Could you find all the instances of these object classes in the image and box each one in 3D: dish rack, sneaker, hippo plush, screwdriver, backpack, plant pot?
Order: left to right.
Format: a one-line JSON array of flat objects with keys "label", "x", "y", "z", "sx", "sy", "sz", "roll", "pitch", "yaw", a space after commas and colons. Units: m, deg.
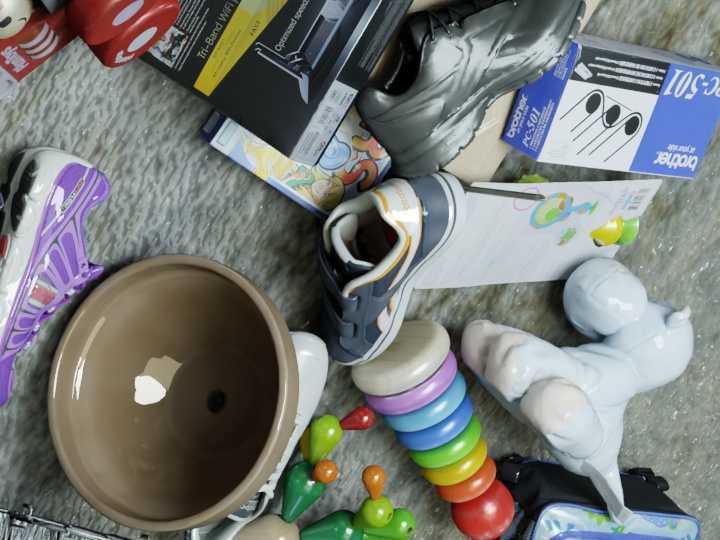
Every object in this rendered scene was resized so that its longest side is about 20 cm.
[{"label": "sneaker", "x": -0.233, "y": 0.013, "z": 1.052, "sx": 0.083, "sy": 0.081, "sz": 0.201, "roll": 16, "pitch": 104, "yaw": -32}, {"label": "dish rack", "x": -0.209, "y": 0.211, "z": 1.079, "sx": 0.153, "sy": 0.200, "sz": 0.055, "roll": 18, "pitch": 76, "yaw": -25}, {"label": "plant pot", "x": -0.127, "y": 0.094, "z": 1.091, "sx": 0.201, "sy": 0.201, "sz": 0.093, "roll": -53, "pitch": 157, "yaw": 5}, {"label": "sneaker", "x": -0.081, "y": 0.141, "z": 1.150, "sx": 0.076, "sy": 0.081, "sz": 0.201, "roll": 24, "pitch": 106, "yaw": -25}, {"label": "sneaker", "x": 0.000, "y": 0.000, "z": 1.102, "sx": 0.079, "sy": 0.079, "sz": 0.200, "roll": -5, "pitch": 142, "yaw": -35}, {"label": "screwdriver", "x": 0.077, "y": -0.057, "z": 1.075, "sx": 0.028, "sy": 0.200, "sz": 0.029, "roll": -27, "pitch": 114, "yaw": -25}, {"label": "sneaker", "x": 0.078, "y": -0.159, "z": 1.029, "sx": 0.200, "sy": 0.076, "sz": 0.091, "roll": -46, "pitch": 118, "yaw": -3}, {"label": "backpack", "x": 0.195, "y": 0.288, "z": 1.288, "sx": 0.182, "sy": 0.147, "sz": 0.201, "roll": 9, "pitch": 111, "yaw": -21}, {"label": "hippo plush", "x": 0.196, "y": 0.075, "z": 1.175, "sx": 0.161, "sy": 0.159, "sz": 0.200, "roll": -44, "pitch": 77, "yaw": -3}]

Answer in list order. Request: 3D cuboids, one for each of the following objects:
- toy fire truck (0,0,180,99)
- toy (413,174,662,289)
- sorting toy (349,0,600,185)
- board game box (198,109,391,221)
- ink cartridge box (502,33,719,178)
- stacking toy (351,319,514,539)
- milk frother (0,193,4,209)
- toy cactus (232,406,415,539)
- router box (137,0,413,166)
[{"label": "toy fire truck", "x": -0.216, "y": -0.166, "z": 0.924, "sx": 0.168, "sy": 0.200, "sz": 0.112, "roll": -40, "pitch": 89, "yaw": -2}, {"label": "toy", "x": 0.139, "y": -0.041, "z": 1.182, "sx": 0.199, "sy": 0.047, "sz": 0.115, "roll": 0, "pitch": 135, "yaw": -31}, {"label": "sorting toy", "x": 0.068, "y": -0.179, "z": 1.078, "sx": 0.199, "sy": 0.036, "sz": 0.186, "roll": 27, "pitch": 99, "yaw": -34}, {"label": "board game box", "x": -0.010, "y": -0.146, "z": 1.096, "sx": 0.135, "sy": 0.034, "sz": 0.200, "roll": 32, "pitch": 96, "yaw": -29}, {"label": "ink cartridge box", "x": 0.206, "y": -0.129, "z": 1.146, "sx": 0.199, "sy": 0.044, "sz": 0.094, "roll": 2, "pitch": 115, "yaw": -42}, {"label": "stacking toy", "x": 0.069, "y": 0.142, "z": 1.207, "sx": 0.085, "sy": 0.085, "sz": 0.201, "roll": -30, "pitch": 114, "yaw": -7}, {"label": "milk frother", "x": -0.344, "y": 0.024, "z": 0.944, "sx": 0.180, "sy": 0.200, "sz": 0.189, "roll": 16, "pitch": 104, "yaw": -22}, {"label": "toy cactus", "x": -0.037, "y": 0.211, "z": 1.212, "sx": 0.164, "sy": 0.102, "sz": 0.201, "roll": -11, "pitch": 118, "yaw": 4}, {"label": "router box", "x": -0.050, "y": -0.197, "z": 0.998, "sx": 0.201, "sy": 0.157, "sz": 0.052, "roll": -58, "pitch": 162, "yaw": 8}]
